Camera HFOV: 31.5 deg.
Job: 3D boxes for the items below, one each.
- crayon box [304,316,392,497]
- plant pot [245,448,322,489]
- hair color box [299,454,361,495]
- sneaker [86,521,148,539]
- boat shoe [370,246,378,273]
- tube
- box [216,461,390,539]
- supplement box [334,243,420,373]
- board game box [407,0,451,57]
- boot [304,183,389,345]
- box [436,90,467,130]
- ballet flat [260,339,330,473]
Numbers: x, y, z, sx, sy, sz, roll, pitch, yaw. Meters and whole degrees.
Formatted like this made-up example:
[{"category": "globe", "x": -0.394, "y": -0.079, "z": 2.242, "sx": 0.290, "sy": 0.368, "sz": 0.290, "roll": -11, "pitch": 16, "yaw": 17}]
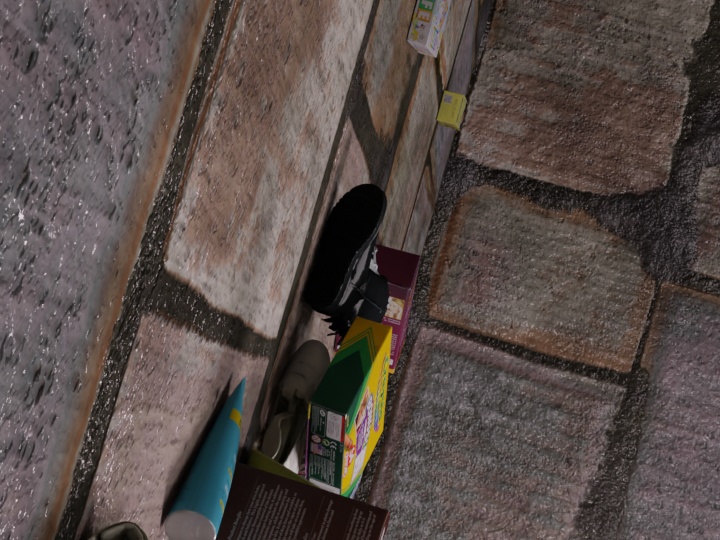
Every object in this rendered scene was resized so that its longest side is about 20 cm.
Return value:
[{"category": "crayon box", "x": -0.016, "y": 0.194, "z": 1.688, "sx": 0.173, "sy": 0.058, "sz": 0.202, "roll": -58, "pitch": 159, "yaw": -46}, {"category": "plant pot", "x": -0.102, "y": 0.349, "z": 1.526, "sx": 0.201, "sy": 0.186, "sz": 0.187, "roll": -59, "pitch": 170, "yaw": -10}, {"category": "hair color box", "x": -0.057, "y": 0.346, "z": 2.097, "sx": 0.200, "sy": 0.099, "sz": 0.061, "roll": -48, "pitch": 152, "yaw": -76}, {"category": "sneaker", "x": -0.177, "y": 0.233, "z": 0.964, "sx": 0.200, "sy": 0.066, "sz": 0.091, "roll": -11, "pitch": 122, "yaw": -79}, {"category": "boat shoe", "x": -0.001, "y": -0.011, "z": 1.889, "sx": 0.201, "sy": 0.069, "sz": 0.072, "roll": -2, "pitch": 113, "yaw": -80}, {"category": "tube", "x": -0.146, "y": 0.195, "z": 1.280, "sx": 0.201, "sy": 0.050, "sz": 0.078, "roll": -74, "pitch": -177, "yaw": -58}, {"category": "box", "x": -0.078, "y": 0.281, "z": 1.344, "sx": 0.075, "sy": 0.198, "sz": 0.101, "roll": 102, "pitch": 8, "yaw": -49}, {"category": "supplement box", "x": 0.027, "y": 0.061, "z": 2.114, "sx": 0.086, "sy": 0.109, "sz": 0.202, "roll": -68, "pitch": 171, "yaw": -47}, {"category": "board game box", "x": 0.119, "y": -0.430, "z": 2.101, "sx": 0.200, "sy": 0.034, "sz": 0.136, "roll": -30, "pitch": 135, "yaw": -81}, {"category": "boot", "x": 0.001, "y": 0.000, "z": 1.741, "sx": 0.200, "sy": 0.073, "sz": 0.162, "roll": -67, "pitch": 152, "yaw": -11}, {"category": "box", "x": 0.215, "y": -0.373, "z": 2.979, "sx": 0.200, "sy": 0.049, "sz": 0.076, "roll": -23, "pitch": 129, "yaw": -81}, {"category": "ballet flat", "x": -0.089, "y": 0.184, "z": 1.665, "sx": 0.069, "sy": 0.069, "sz": 0.203, "roll": 70, "pitch": 37, "yaw": -79}]
